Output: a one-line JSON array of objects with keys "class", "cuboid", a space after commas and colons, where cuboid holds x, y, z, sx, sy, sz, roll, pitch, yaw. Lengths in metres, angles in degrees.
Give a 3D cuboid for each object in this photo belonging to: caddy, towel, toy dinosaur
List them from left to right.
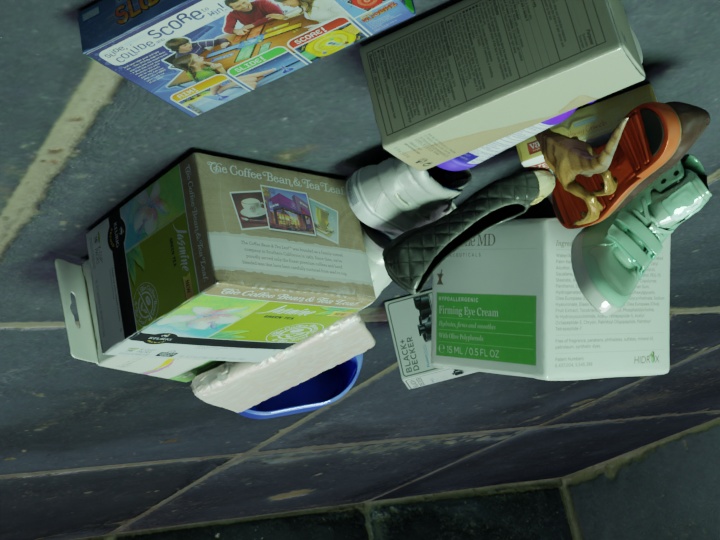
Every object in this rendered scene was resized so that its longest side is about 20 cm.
[{"class": "caddy", "cuboid": [-0.097, 0.113, 1.491, 0.198, 0.143, 0.105, -9, 164, -12]}, {"class": "towel", "cuboid": [-0.082, 0.103, 1.342, 0.199, 0.032, 0.191, -27, 167, 1]}, {"class": "toy dinosaur", "cuboid": [0.191, -0.095, 1.027, 0.060, 0.106, 0.200, -39, -156, -2]}]

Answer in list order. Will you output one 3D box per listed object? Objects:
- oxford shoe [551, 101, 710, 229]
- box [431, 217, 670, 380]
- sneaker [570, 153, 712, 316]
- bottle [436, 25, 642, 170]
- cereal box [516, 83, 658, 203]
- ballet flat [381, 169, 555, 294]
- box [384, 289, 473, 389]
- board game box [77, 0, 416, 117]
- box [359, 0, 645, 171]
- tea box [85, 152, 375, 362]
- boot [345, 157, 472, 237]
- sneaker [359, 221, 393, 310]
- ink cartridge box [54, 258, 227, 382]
[{"class": "oxford shoe", "cuboid": [0.255, -0.095, 1.112, 0.072, 0.072, 0.200, -11, 165, -29]}, {"class": "box", "cuboid": [0.213, 0.030, 1.313, 0.198, 0.173, 0.198, 2, 179, -35]}, {"class": "sneaker", "cuboid": [0.280, -0.046, 1.141, 0.118, 0.074, 0.201, -36, -164, 44]}, {"class": "bottle", "cuboid": [0.142, -0.152, 0.995, 0.199, 0.066, 0.083, -26, 163, 33]}, {"class": "cereal box", "cuboid": [0.252, -0.118, 1.206, 0.143, 0.040, 0.200, -19, 160, 18]}, {"class": "ballet flat", "cuboid": [0.112, -0.039, 1.145, 0.199, 0.057, 0.067, -30, 159, -13]}, {"class": "box", "cuboid": [0.142, 0.079, 1.585, 0.198, 0.118, 0.060, -14, 162, 7]}, {"class": "board game box", "cuboid": [-0.078, -0.180, 0.817, 0.198, 0.035, 0.135, -20, 159, 21]}, {"class": "box", "cuboid": [0.109, -0.161, 0.906, 0.198, 0.096, 0.078, -19, 161, 23]}, {"class": "tea box", "cuboid": [-0.128, -0.004, 1.139, 0.199, 0.135, 0.196, 6, 153, -43]}, {"class": "boot", "cuboid": [0.076, -0.072, 1.175, 0.095, 0.074, 0.199, -23, 161, 28]}, {"class": "sneaker", "cuboid": [0.000, 0.000, 1.250, 0.074, 0.088, 0.200, 32, 178, 4]}, {"class": "ink cartridge box", "cuboid": [-0.228, 0.044, 1.237, 0.067, 0.118, 0.200, -23, 160, 22]}]
